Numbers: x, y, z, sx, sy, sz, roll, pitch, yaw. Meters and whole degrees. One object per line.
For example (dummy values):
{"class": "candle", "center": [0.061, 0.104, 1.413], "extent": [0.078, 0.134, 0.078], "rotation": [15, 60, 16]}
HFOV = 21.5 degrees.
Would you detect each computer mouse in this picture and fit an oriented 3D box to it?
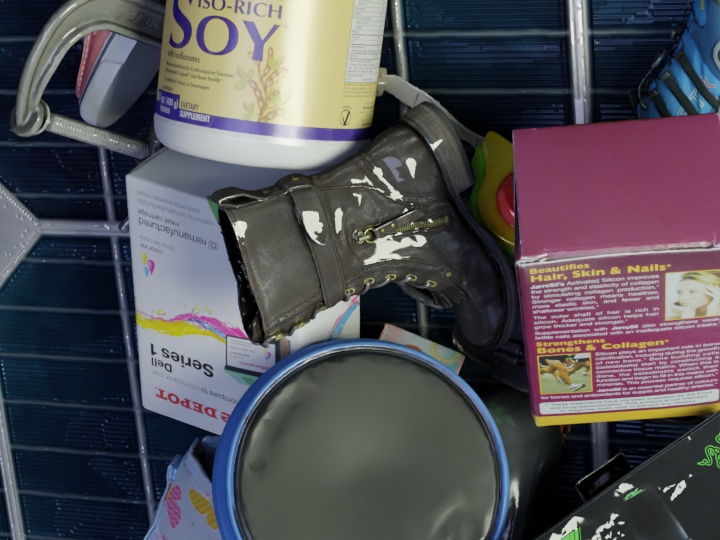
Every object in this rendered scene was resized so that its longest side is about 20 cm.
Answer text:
{"class": "computer mouse", "center": [0.083, 0.166, 1.306], "extent": [0.138, 0.053, 0.200], "rotation": [8, 70, 20]}

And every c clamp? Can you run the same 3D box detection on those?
{"class": "c clamp", "center": [-0.170, -0.111, 1.312], "extent": [0.171, 0.200, 0.027], "rotation": [-51, 57, 10]}

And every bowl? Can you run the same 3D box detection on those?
{"class": "bowl", "center": [0.003, 0.142, 1.250], "extent": [0.201, 0.039, 0.201], "rotation": [2, 78, -8]}

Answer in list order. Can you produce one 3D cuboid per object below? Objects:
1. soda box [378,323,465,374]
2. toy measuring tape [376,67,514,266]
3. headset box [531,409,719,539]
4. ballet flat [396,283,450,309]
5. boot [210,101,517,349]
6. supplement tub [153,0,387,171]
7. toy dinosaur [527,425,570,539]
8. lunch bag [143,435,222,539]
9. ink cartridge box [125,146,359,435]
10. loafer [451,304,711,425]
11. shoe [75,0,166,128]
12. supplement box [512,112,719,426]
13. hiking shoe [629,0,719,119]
{"class": "soda box", "center": [0.006, 0.142, 1.319], "extent": [0.064, 0.200, 0.068], "rotation": [23, 159, 3]}
{"class": "toy measuring tape", "center": [0.075, -0.059, 1.282], "extent": [0.200, 0.074, 0.074], "rotation": [34, 118, 4]}
{"class": "headset box", "center": [0.210, 0.210, 1.218], "extent": [0.174, 0.093, 0.200], "rotation": [-32, 78, -7]}
{"class": "ballet flat", "center": [0.001, -0.046, 1.327], "extent": [0.200, 0.057, 0.066], "rotation": [35, 117, 6]}
{"class": "boot", "center": [0.000, 0.000, 1.225], "extent": [0.069, 0.174, 0.200], "rotation": [30, 147, 58]}
{"class": "supplement tub", "center": [-0.055, -0.173, 1.241], "extent": [0.145, 0.145, 0.200], "rotation": [10, 100, 18]}
{"class": "toy dinosaur", "center": [0.117, 0.203, 1.359], "extent": [0.136, 0.102, 0.200], "rotation": [20, 119, 28]}
{"class": "lunch bag", "center": [-0.064, 0.223, 1.418], "extent": [0.200, 0.127, 0.170], "rotation": [22, 117, 1]}
{"class": "ink cartridge box", "center": [-0.081, 0.020, 1.340], "extent": [0.145, 0.084, 0.200], "rotation": [17, 126, 25]}
{"class": "loafer", "center": [0.154, 0.061, 1.304], "extent": [0.200, 0.063, 0.072], "rotation": [13, 114, 16]}
{"class": "shoe", "center": [-0.172, -0.204, 1.333], "extent": [0.091, 0.071, 0.200], "rotation": [34, 115, 12]}
{"class": "supplement box", "center": [0.164, 0.004, 1.190], "extent": [0.131, 0.103, 0.200], "rotation": [-3, 146, 5]}
{"class": "hiking shoe", "center": [0.212, -0.122, 1.206], "extent": [0.087, 0.074, 0.200], "rotation": [4, 111, 19]}
